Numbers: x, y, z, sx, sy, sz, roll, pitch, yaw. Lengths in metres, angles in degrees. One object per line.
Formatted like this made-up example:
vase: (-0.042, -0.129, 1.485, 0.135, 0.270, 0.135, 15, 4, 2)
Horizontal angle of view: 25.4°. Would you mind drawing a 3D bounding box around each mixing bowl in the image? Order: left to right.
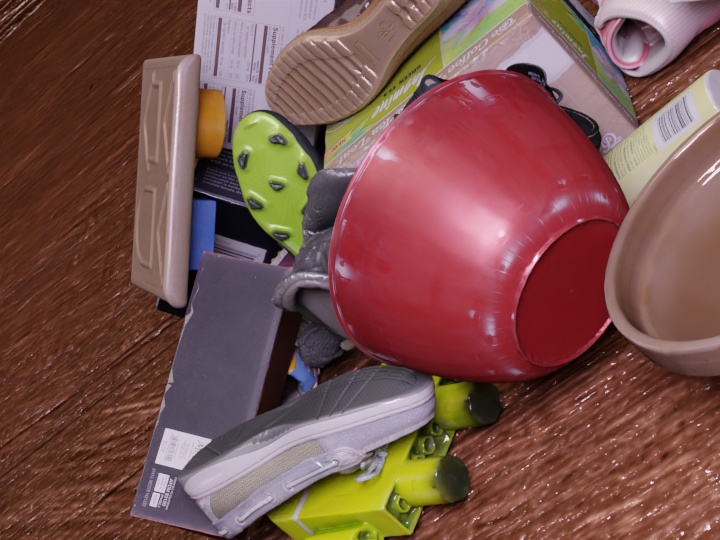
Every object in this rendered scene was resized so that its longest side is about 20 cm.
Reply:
mixing bowl: (0.092, -0.009, 0.955, 0.200, 0.200, 0.108, -51, 47, -7)

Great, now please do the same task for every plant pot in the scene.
plant pot: (0.238, -0.011, 0.855, 0.201, 0.093, 0.201, -38, 25, 21)

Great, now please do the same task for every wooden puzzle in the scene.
wooden puzzle: (-0.141, -0.072, 1.242, 0.200, 0.046, 0.186, -160, 74, -74)

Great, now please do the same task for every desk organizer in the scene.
desk organizer: (-0.100, 0.097, 1.178, 0.077, 0.072, 0.200, 67, -144, -71)

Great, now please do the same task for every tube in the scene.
tube: (0.181, -0.060, 1.087, 0.058, 0.052, 0.200, -8, -24, -48)

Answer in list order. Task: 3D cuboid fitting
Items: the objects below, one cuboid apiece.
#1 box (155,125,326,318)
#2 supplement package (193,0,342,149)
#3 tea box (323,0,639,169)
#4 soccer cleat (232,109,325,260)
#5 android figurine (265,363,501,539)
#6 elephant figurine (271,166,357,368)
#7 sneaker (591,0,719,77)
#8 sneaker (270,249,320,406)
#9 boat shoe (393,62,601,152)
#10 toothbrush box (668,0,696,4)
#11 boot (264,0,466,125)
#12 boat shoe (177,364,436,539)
box: (-0.099, -0.065, 1.415, 0.200, 0.104, 0.148, -79, 8, -50)
supplement package: (-0.072, -0.221, 1.325, 0.156, 0.111, 0.200, -82, 2, -50)
tea box: (0.087, -0.127, 1.226, 0.200, 0.134, 0.197, -38, 24, 19)
soccer cleat: (-0.034, -0.042, 1.228, 0.067, 0.200, 0.081, -27, 21, 16)
android figurine: (0.007, 0.128, 1.092, 0.200, 0.041, 0.182, -19, 37, 47)
elephant figurine: (0.000, 0.000, 1.118, 0.200, 0.156, 0.141, -11, 9, 28)
sneaker: (0.202, -0.208, 1.232, 0.105, 0.075, 0.200, -47, 28, -11)
sneaker: (-0.054, 0.060, 1.275, 0.090, 0.075, 0.200, 13, 68, 52)
boat shoe: (0.097, -0.103, 1.036, 0.074, 0.199, 0.066, 39, 120, 40)
toothbrush box: (0.272, -0.270, 1.124, 0.146, 0.085, 0.200, -5, 34, 3)
boot: (0.026, -0.197, 1.222, 0.200, 0.072, 0.166, -33, 12, 38)
boat shoe: (-0.029, 0.120, 1.056, 0.202, 0.065, 0.074, -26, 13, 25)
